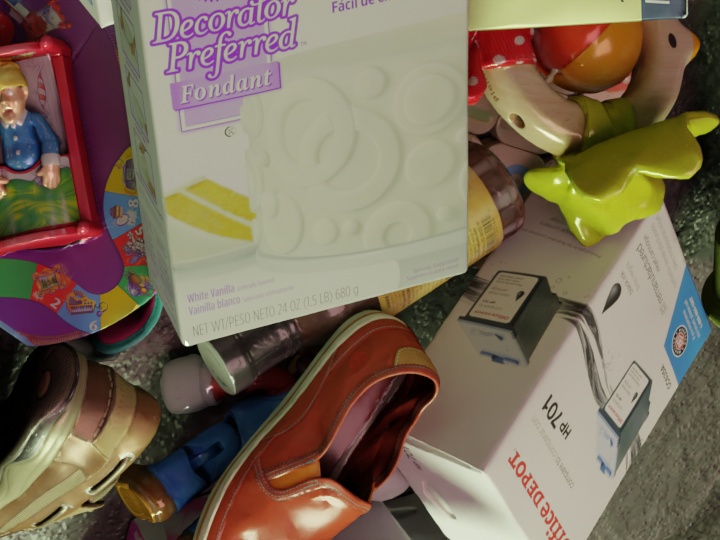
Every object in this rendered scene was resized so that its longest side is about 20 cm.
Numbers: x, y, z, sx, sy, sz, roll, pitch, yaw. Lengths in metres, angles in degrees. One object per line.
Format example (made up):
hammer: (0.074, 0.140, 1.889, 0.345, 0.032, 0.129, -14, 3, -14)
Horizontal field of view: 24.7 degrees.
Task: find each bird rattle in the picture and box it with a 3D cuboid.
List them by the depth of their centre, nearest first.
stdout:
bird rattle: (0.103, -0.115, 0.905, 0.199, 0.113, 0.163, 38, 61, 1)

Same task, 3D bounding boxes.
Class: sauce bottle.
sauce bottle: (0.000, 0.000, 0.919, 0.199, 0.065, 0.065, -33, 127, -20)

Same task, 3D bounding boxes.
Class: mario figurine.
mario figurine: (-0.045, 0.096, 0.968, 0.199, 0.106, 0.124, -37, 130, -22)

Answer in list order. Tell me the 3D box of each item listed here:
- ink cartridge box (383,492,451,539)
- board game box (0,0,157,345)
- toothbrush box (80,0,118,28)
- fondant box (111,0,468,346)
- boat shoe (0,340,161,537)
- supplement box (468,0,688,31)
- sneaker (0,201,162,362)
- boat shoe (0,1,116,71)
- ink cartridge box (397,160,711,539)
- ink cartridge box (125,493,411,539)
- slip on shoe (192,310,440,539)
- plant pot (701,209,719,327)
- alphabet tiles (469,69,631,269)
ink cartridge box: (0.033, 0.260, 1.078, 0.145, 0.084, 0.202, -15, 111, -21)
board game box: (-0.166, -0.063, 0.772, 0.199, 0.039, 0.159, 35, 92, 5)
toothbrush box: (-0.114, -0.230, 0.717, 0.085, 0.146, 0.202, -17, 122, -17)
fondant box: (-0.028, -0.077, 0.720, 0.143, 0.058, 0.202, -15, 126, -16)
boat shoe: (-0.163, 0.103, 0.859, 0.073, 0.076, 0.200, 19, 151, -21)
supplement box: (0.048, -0.228, 0.760, 0.197, 0.135, 0.202, -2, 123, 9)
sneaker: (-0.112, -0.006, 0.856, 0.198, 0.121, 0.084, 4, 114, -29)
boat shoe: (-0.090, -0.121, 0.835, 0.198, 0.073, 0.065, -14, 126, -19)
ink cartridge box: (0.115, 0.062, 0.982, 0.201, 0.085, 0.147, -56, 141, -20)
ink cartridge box: (-0.059, 0.195, 0.946, 0.198, 0.196, 0.044, -16, 122, -19)
slip on shoe: (-0.026, 0.116, 0.880, 0.074, 0.061, 0.201, 34, 90, -41)
plant pot: (0.294, -0.079, 1.004, 0.198, 0.200, 0.192, -20, 112, -16)
alphabet tiles: (0.082, -0.097, 0.973, 0.194, 0.015, 0.202, 14, 108, -33)
